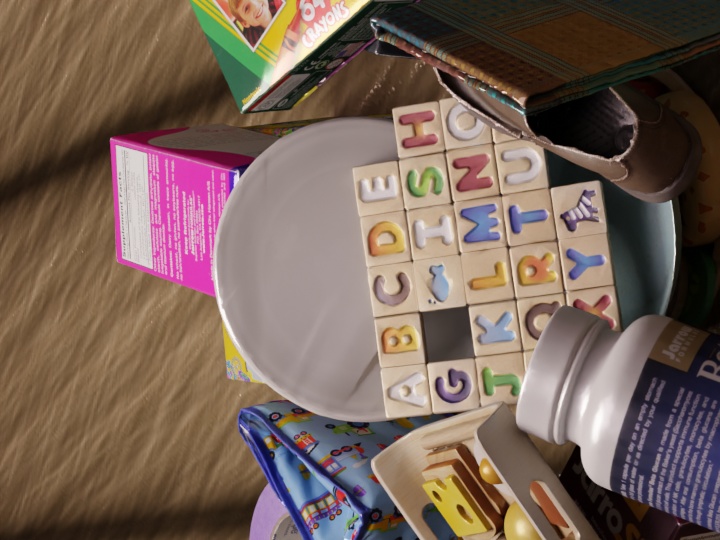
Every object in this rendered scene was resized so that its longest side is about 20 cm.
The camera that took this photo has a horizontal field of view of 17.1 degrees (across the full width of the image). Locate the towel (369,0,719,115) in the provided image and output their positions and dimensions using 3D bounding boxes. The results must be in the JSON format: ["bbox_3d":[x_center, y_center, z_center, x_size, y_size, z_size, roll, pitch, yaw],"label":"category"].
[{"bbox_3d":[0.125,-0.146,1.453,0.146,0.199,0.022,32,131,42],"label":"towel"}]

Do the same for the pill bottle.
[{"bbox_3d":[0.200,0.092,1.433,0.199,0.111,0.112,20,120,17],"label":"pill bottle"}]

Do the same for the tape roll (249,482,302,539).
[{"bbox_3d":[-0.018,0.261,1.976,0.200,0.065,0.201,19,113,56],"label":"tape roll"}]

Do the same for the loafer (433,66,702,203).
[{"bbox_3d":[0.118,-0.111,1.460,0.200,0.071,0.073,28,92,35],"label":"loafer"}]

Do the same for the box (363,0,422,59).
[{"bbox_3d":[0.032,-0.261,1.679,0.200,0.123,0.198,31,114,58],"label":"box"}]

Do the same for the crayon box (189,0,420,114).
[{"bbox_3d":[-0.037,-0.230,1.583,0.200,0.058,0.173,-37,72,37],"label":"crayon box"}]

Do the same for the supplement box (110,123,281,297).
[{"bbox_3d":[-0.095,-0.045,1.760,0.200,0.101,0.104,19,114,56],"label":"supplement box"}]

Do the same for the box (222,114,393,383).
[{"bbox_3d":[-0.016,-0.017,1.853,0.192,0.122,0.201,2,99,58],"label":"box"}]

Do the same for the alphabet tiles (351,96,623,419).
[{"bbox_3d":[0.080,-0.013,1.533,0.166,0.008,0.201,-8,90,23],"label":"alphabet tiles"}]

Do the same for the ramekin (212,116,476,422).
[{"bbox_3d":[0.000,0.000,1.614,0.094,0.201,0.203,158,104,-86],"label":"ramekin"}]

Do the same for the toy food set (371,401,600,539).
[{"bbox_3d":[0.083,0.167,1.541,0.144,0.060,0.200,54,158,-4],"label":"toy food set"}]

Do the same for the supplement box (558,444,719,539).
[{"bbox_3d":[0.182,0.185,1.596,0.111,0.085,0.200,58,142,35],"label":"supplement box"}]

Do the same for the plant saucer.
[{"bbox_3d":[0.154,-0.033,1.544,0.201,0.039,0.202,21,115,56],"label":"plant saucer"}]

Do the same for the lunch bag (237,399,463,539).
[{"bbox_3d":[0.009,0.144,1.816,0.200,0.150,0.094,49,137,43],"label":"lunch bag"}]

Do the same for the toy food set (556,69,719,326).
[{"bbox_3d":[0.179,-0.043,1.586,0.200,0.048,0.199,41,131,48],"label":"toy food set"}]
